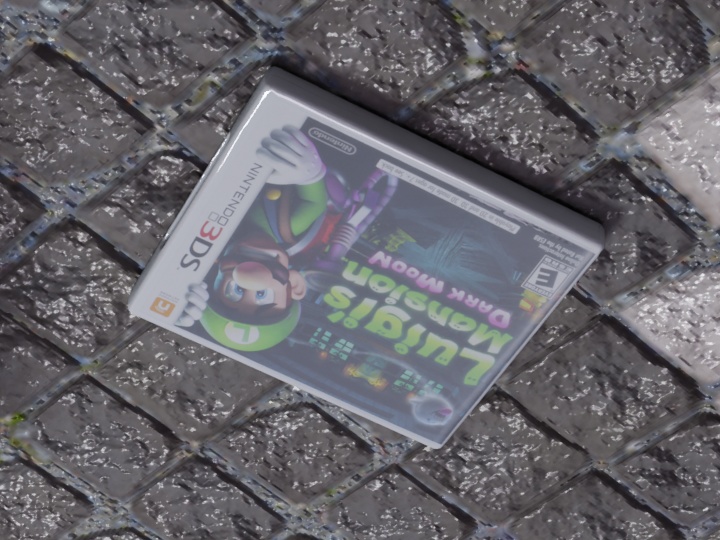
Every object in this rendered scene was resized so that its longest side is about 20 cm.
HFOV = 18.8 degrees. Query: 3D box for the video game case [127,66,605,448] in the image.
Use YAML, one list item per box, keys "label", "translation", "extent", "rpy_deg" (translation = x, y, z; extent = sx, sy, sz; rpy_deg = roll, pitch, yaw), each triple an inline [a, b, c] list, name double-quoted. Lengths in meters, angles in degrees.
- label: "video game case"
  translation: [0.000, 0.000, 1.165]
  extent: [0.200, 0.023, 0.182]
  rpy_deg: [25, 130, -14]
